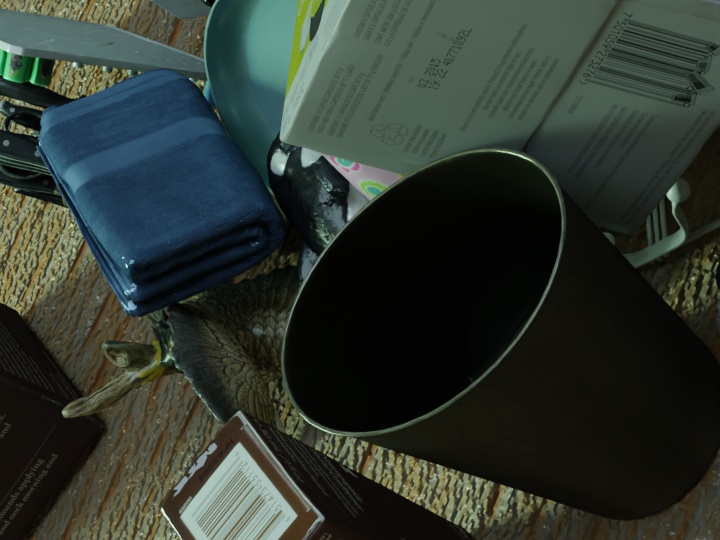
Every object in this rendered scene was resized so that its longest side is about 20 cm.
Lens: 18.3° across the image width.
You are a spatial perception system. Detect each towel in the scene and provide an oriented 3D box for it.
[{"bbox_3d":[-0.124,-0.053,1.375,0.111,0.049,0.200,-22,37,-11],"label":"towel"}]

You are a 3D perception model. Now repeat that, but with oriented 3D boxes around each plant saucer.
[{"bbox_3d":[-0.011,-0.100,1.364,0.199,0.201,0.027,2,34,44],"label":"plant saucer"}]

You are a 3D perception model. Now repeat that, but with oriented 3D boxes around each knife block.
[{"bbox_3d":[-0.160,-0.073,1.477,0.199,0.175,0.064,4,72,44],"label":"knife block"}]

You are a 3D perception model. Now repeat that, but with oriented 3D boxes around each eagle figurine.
[{"bbox_3d":[-0.065,0.055,1.360,0.199,0.151,0.152,-1,57,55],"label":"eagle figurine"}]

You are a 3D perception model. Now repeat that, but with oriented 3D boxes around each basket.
[{"bbox_3d":[0.091,0.046,1.154,0.180,0.200,0.137,-34,49,26],"label":"basket"}]

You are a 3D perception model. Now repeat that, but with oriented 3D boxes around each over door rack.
[{"bbox_3d":[0.206,-0.101,1.224,0.199,0.066,0.149,-22,55,34],"label":"over door rack"}]

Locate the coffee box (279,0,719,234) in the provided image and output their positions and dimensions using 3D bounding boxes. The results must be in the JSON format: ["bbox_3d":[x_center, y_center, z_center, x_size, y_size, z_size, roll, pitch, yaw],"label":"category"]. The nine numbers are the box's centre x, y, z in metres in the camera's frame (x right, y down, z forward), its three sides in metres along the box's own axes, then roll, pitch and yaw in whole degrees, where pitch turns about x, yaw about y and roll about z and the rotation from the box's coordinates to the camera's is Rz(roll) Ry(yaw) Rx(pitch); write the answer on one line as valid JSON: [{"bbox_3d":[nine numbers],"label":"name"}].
[{"bbox_3d":[0.086,-0.170,1.114,0.200,0.199,0.199,122,158,-56],"label":"coffee box"}]

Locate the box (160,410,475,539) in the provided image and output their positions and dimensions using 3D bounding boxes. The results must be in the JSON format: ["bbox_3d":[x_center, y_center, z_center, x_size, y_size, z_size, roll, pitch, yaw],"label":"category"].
[{"bbox_3d":[0.001,0.159,1.179,0.075,0.200,0.100,-50,44,6],"label":"box"}]

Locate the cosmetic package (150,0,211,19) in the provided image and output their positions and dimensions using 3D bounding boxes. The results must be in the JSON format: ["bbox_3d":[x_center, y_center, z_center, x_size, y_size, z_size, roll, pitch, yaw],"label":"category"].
[{"bbox_3d":[-0.083,-0.280,1.434,0.199,0.165,0.166,-4,65,42],"label":"cosmetic package"}]

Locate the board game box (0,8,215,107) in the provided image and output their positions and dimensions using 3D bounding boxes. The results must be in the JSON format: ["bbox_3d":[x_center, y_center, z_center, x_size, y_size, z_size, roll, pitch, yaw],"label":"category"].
[{"bbox_3d":[-0.206,-0.152,1.555,0.200,0.199,0.026,25,106,48],"label":"board game box"}]

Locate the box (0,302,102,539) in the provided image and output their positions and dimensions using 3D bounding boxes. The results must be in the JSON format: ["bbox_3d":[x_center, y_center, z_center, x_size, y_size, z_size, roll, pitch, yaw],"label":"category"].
[{"bbox_3d":[-0.319,0.095,1.519,0.166,0.200,0.164,-52,42,7],"label":"box"}]

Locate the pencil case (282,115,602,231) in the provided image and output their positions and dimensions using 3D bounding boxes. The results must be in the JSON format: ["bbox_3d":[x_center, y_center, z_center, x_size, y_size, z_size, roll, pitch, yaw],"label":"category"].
[{"bbox_3d":[0.051,-0.048,1.244,0.087,0.200,0.088,-33,32,24],"label":"pencil case"}]

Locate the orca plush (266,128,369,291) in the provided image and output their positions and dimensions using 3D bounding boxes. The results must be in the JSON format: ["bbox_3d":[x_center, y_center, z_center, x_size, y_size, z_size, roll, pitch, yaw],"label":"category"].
[{"bbox_3d":[0.000,0.000,1.323,0.071,0.105,0.200,-45,79,8],"label":"orca plush"}]

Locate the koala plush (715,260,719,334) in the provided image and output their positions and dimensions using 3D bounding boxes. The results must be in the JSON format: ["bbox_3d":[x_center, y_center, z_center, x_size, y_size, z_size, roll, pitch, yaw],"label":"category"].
[{"bbox_3d":[0.247,-0.001,1.088,0.200,0.183,0.178,-57,31,35],"label":"koala plush"}]

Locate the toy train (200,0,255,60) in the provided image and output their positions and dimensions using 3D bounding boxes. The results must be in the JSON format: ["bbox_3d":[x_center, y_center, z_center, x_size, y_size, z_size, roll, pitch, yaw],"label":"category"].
[{"bbox_3d":[-0.068,-0.145,1.427,0.046,0.201,0.034,16,57,24],"label":"toy train"}]
